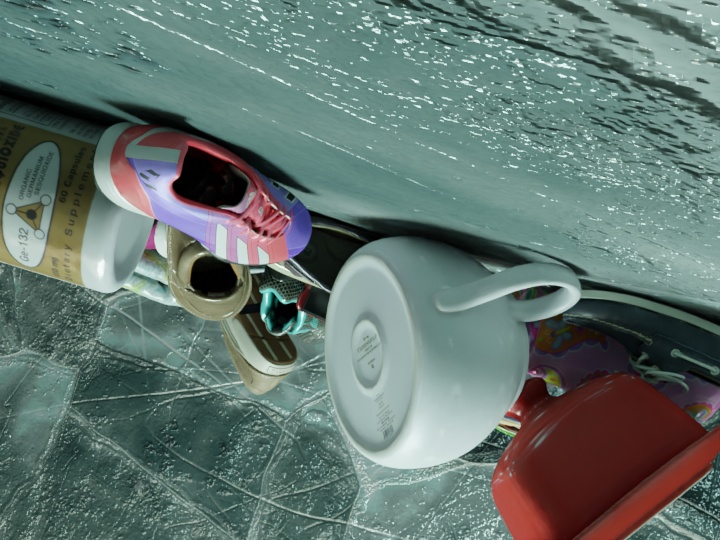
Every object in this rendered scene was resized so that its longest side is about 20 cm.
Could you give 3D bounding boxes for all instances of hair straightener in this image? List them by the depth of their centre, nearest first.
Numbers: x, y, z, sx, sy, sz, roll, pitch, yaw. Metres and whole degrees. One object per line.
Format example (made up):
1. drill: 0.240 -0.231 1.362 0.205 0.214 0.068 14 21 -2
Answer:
1. hair straightener: 0.010 0.059 1.027 0.077 0.041 0.200 22 170 28

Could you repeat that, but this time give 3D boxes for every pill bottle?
1. pill bottle: -0.251 -0.065 0.721 0.199 0.115 0.114 17 176 1

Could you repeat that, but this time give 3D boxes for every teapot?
1. teapot: 0.070 0.062 0.824 0.146 0.198 0.200 -2 -162 -26

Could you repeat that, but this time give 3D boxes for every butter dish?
1. butter dish: 0.173 0.152 0.824 0.148 0.199 0.200 52 168 21

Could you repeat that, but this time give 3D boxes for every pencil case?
1. pencil case: 0.226 0.074 0.900 0.200 0.088 0.087 16 176 -12

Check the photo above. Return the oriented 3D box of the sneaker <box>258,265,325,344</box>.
1. sneaker: -0.070 0.033 1.039 0.077 0.091 0.200 20 152 17

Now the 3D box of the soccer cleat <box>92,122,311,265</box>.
1. soccer cleat: -0.086 -0.045 0.687 0.073 0.068 0.200 8 170 36

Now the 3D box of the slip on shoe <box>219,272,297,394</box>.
1. slip on shoe: -0.133 0.046 1.132 0.076 0.061 0.200 -5 -129 -40

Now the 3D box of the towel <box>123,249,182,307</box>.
1. towel: -0.269 -0.041 1.067 0.200 0.048 0.171 25 -162 -36

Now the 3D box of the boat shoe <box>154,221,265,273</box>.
1. boat shoe: -0.130 -0.028 1.007 0.068 0.072 0.200 19 177 19

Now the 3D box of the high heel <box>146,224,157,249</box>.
1. high heel: -0.176 -0.038 1.050 0.096 0.067 0.200 26 -179 1

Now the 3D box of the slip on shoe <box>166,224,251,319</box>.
1. slip on shoe: -0.132 0.004 0.907 0.076 0.061 0.200 -10 152 -12

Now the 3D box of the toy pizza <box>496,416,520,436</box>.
1. toy pizza: 0.100 0.132 1.047 0.200 0.032 0.200 21 180 0

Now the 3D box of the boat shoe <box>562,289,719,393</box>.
1. boat shoe: 0.252 0.065 0.811 0.199 0.062 0.075 17 178 -4

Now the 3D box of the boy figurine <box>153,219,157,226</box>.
1. boy figurine: -0.266 -0.084 0.892 0.200 0.065 0.124 10 176 33

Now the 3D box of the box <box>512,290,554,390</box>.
1. box: 0.162 0.077 1.017 0.200 0.119 0.042 21 -143 -41

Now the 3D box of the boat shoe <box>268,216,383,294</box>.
1. boat shoe: 0.000 0.000 0.911 0.200 0.072 0.065 23 180 -12
